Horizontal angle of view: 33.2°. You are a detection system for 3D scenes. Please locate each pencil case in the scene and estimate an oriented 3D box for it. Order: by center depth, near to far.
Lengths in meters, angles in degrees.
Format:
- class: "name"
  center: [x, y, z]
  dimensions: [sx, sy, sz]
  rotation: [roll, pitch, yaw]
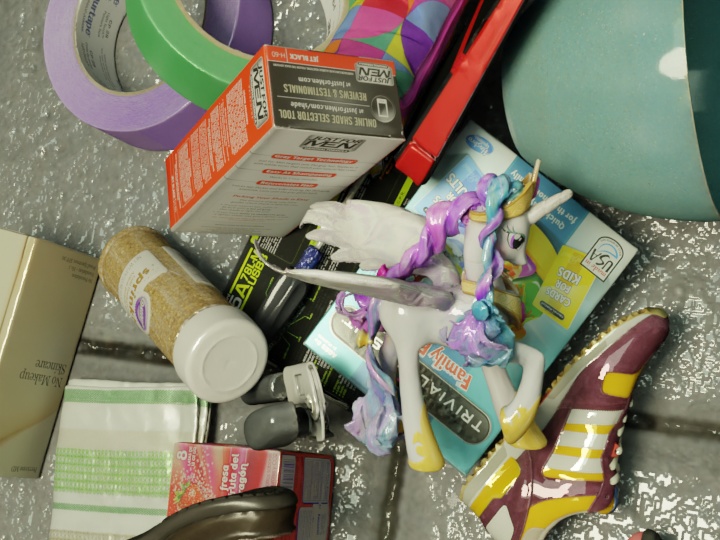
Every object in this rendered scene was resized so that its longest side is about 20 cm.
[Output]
- class: "pencil case"
  center: [0.038, -0.196, 0.921]
  dimensions: [0.087, 0.089, 0.201]
  rotation: [19, 66, 25]

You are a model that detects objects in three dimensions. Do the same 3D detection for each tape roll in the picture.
- class: "tape roll"
  center: [-0.086, -0.217, 0.962]
  dimensions: [0.198, 0.048, 0.203]
  rotation: [8, 65, -17]
- class: "tape roll"
  center: [-0.178, -0.211, 1.058]
  dimensions: [0.197, 0.066, 0.203]
  rotation: [-4, 79, 22]

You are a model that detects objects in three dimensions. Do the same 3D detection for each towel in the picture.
- class: "towel"
  center: [-0.193, 0.194, 1.010]
  dimensions: [0.147, 0.031, 0.203]
  rotation: [-1, 82, 25]

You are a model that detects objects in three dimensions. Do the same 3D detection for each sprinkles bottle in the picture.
- class: "sprinkles bottle"
  center: [-0.144, 0.030, 0.952]
  dimensions: [0.069, 0.068, 0.200]
  rotation: [-57, 38, 4]

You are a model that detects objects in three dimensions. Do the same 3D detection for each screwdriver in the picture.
- class: "screwdriver"
  center: [-0.026, -0.032, 0.925]
  dimensions: [0.028, 0.029, 0.201]
  rotation: [36, 101, 25]

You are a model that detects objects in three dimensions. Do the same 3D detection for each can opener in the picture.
- class: "can opener"
  center: [-0.068, 0.101, 0.880]
  dimensions: [0.066, 0.200, 0.054]
  rotation: [-10, 86, -19]

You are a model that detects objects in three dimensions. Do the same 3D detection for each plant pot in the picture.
- class: "plant pot"
  center: [0.173, -0.129, 0.821]
  dimensions: [0.133, 0.200, 0.203]
  rotation: [-4, 78, 26]

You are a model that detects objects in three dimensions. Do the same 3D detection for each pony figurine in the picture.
- class: "pony figurine"
  center: [0.039, 0.024, 0.785]
  dimensions: [0.190, 0.167, 0.203]
  rotation: [3, 110, 11]

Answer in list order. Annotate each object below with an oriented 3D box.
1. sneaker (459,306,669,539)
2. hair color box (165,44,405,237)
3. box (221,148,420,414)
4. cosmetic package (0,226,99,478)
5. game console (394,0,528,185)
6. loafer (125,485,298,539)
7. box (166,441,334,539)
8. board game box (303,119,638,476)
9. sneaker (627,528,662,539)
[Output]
- class: "sneaker"
  center: [0.163, 0.118, 0.851]
  dimensions: [0.090, 0.075, 0.201]
  rotation: [44, 104, 15]
- class: "hair color box"
  center: [-0.060, -0.085, 0.861]
  dimensions: [0.200, 0.100, 0.062]
  rotation: [-31, 61, 56]
- class: "box"
  center: [0.000, 0.000, 0.952]
  dimensions: [0.192, 0.047, 0.202]
  rotation: [27, 92, 28]
- class: "cosmetic package"
  center: [-0.303, 0.070, 1.036]
  dimensions: [0.072, 0.103, 0.203]
  rotation: [13, 86, 24]
- class: "game console"
  center: [0.087, -0.161, 0.852]
  dimensions: [0.031, 0.200, 0.178]
  rotation: [31, 117, -5]
- class: "loafer"
  center: [-0.119, 0.208, 0.843]
  dimensions: [0.199, 0.073, 0.072]
  rotation: [-28, 75, 26]
- class: "box"
  center: [-0.087, 0.235, 0.913]
  dimensions: [0.093, 0.102, 0.203]
  rotation: [1, 81, 24]
- class: "board game box"
  center: [0.078, 0.019, 0.869]
  dimensions: [0.150, 0.047, 0.201]
  rotation: [37, 93, 6]
- class: "sneaker"
  center: [0.149, 0.266, 0.821]
  dimensions: [0.086, 0.074, 0.203]
  rotation: [18, 87, 26]
